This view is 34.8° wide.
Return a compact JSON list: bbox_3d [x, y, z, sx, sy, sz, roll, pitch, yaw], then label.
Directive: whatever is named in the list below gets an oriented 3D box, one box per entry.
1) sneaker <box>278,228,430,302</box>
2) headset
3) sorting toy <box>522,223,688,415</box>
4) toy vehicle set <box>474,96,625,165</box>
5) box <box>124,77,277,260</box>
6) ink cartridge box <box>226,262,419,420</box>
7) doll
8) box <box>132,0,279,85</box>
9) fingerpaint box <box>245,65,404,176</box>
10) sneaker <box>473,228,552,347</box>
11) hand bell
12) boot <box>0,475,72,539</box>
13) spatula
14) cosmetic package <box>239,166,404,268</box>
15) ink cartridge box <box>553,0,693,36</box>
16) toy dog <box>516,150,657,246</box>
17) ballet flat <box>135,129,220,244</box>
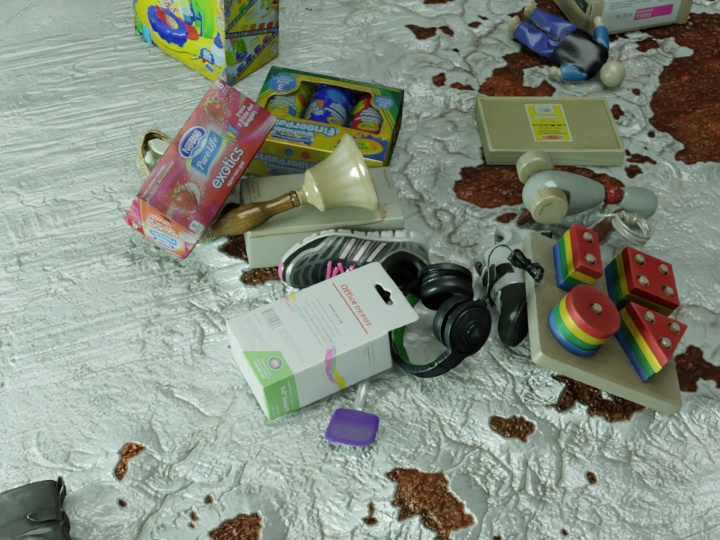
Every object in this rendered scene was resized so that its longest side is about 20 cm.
[{"bbox_3d":[0.000,0.000,1.424,0.199,0.074,0.088,-5,41,-16],"label":"sneaker"},{"bbox_3d":[0.120,0.045,1.346,0.094,0.200,0.124,27,30,-40],"label":"headset"},{"bbox_3d":[0.299,0.046,1.362,0.200,0.070,0.199,21,44,-18],"label":"sorting toy"},{"bbox_3d":[0.273,-0.204,1.674,0.199,0.027,0.125,0,47,-5],"label":"toy vehicle set"},{"bbox_3d":[-0.200,-0.126,1.438,0.095,0.100,0.200,33,66,-8],"label":"box"},{"bbox_3d":[-0.041,0.078,1.334,0.200,0.067,0.117,-22,47,-15],"label":"ink cartridge box"},{"bbox_3d":[0.332,-0.352,1.798,0.136,0.049,0.200,-43,64,-16],"label":"doll"},{"bbox_3d":[-0.232,-0.415,1.712,0.200,0.193,0.122,33,52,24],"label":"box"},{"bbox_3d":[-0.051,-0.197,1.605,0.199,0.073,0.167,12,47,6],"label":"fingerpaint box"},{"bbox_3d":[0.180,0.018,1.432,0.088,0.074,0.200,11,39,12],"label":"sneaker"},{"bbox_3d":[-0.087,-0.083,1.409,0.200,0.104,0.104,-23,52,-7],"label":"hand bell"},{"bbox_3d":[-0.356,0.299,1.129,0.200,0.069,0.174,-21,47,-28],"label":"boot"},{"bbox_3d":[0.006,0.130,1.340,0.056,0.021,0.200,10,46,7],"label":"spatula"},{"bbox_3d":[-0.052,-0.069,1.487,0.199,0.073,0.104,-7,49,-10],"label":"cosmetic package"},{"bbox_3d":[0.427,-0.472,1.907,0.199,0.075,0.165,-12,48,-17],"label":"ink cartridge box"},{"bbox_3d":[0.289,-0.082,1.537,0.200,0.096,0.132,24,45,-3],"label":"toy dog"},{"bbox_3d":[-0.246,-0.116,1.518,0.070,0.065,0.200,-24,54,-26],"label":"ballet flat"}]
